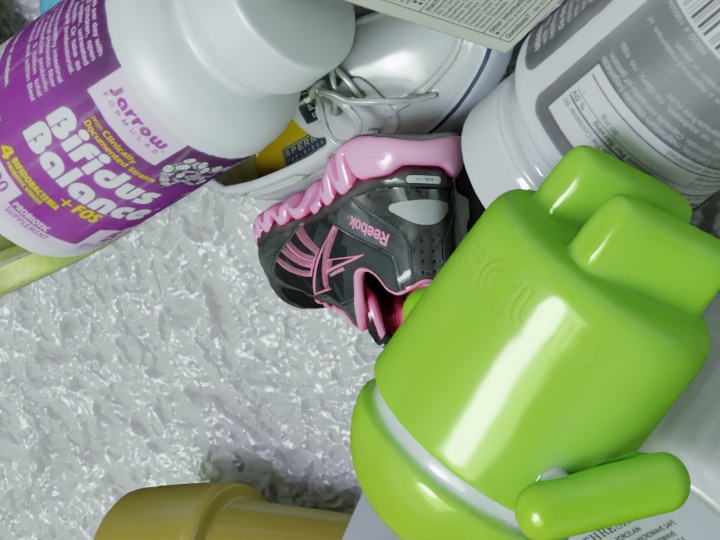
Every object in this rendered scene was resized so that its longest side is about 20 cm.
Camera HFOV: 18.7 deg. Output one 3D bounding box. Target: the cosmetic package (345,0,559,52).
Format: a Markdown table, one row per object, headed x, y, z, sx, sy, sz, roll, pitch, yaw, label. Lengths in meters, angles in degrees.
| x | y | z | sx | sy | sz | roll | pitch | yaw | label |
| --- | --- | --- | --- | --- | --- | --- | --- | --- | --- |
| 0.007 | -0.175 | 0.955 | 0.200 | 0.071 | 0.105 | 16 | 141 | -30 | cosmetic package |

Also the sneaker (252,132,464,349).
| x | y | z | sx | sy | sz | roll | pitch | yaw | label |
| --- | --- | --- | --- | --- | --- | --- | --- | --- | --- |
| 0.000 | 0.000 | 1.108 | 0.200 | 0.079 | 0.096 | 137 | 125 | -67 | sneaker |

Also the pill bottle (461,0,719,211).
| x | y | z | sx | sy | sz | roll | pitch | yaw | label |
| --- | --- | --- | --- | --- | --- | --- | --- | --- | --- |
| 0.142 | -0.091 | 0.987 | 0.114 | 0.114 | 0.200 | 50 | 131 | 0 | pill bottle |

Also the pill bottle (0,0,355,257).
| x | y | z | sx | sy | sz | roll | pitch | yaw | label |
| --- | --- | --- | --- | --- | --- | --- | --- | --- | --- |
| -0.099 | -0.091 | 1.041 | 0.200 | 0.112 | 0.112 | -28 | 98 | 39 | pill bottle |

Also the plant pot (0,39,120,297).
| x | y | z | sx | sy | sz | roll | pitch | yaw | label |
| --- | --- | --- | --- | --- | --- | --- | --- | --- | --- |
| -0.254 | -0.069 | 1.224 | 0.200 | 0.200 | 0.185 | -26 | 88 | 40 | plant pot |

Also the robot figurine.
| x | y | z | sx | sy | sz | roll | pitch | yaw | label |
| --- | --- | --- | --- | --- | --- | --- | --- | --- | --- |
| 0.073 | 0.046 | 0.954 | 0.116 | 0.176 | 0.200 | 23 | 110 | -32 | robot figurine |

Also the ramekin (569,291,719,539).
| x | y | z | sx | sy | sz | roll | pitch | yaw | label |
| --- | --- | --- | --- | --- | --- | --- | --- | --- | --- |
| 0.159 | 0.109 | 1.065 | 0.202 | 0.094 | 0.203 | 26 | 145 | 20 | ramekin |

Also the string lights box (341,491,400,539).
| x | y | z | sx | sy | sz | roll | pitch | yaw | label |
| --- | --- | --- | --- | --- | --- | --- | --- | --- | --- |
| 0.070 | 0.175 | 1.146 | 0.059 | 0.103 | 0.200 | -4 | 135 | 35 | string lights box |

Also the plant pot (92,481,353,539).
| x | y | z | sx | sy | sz | roll | pitch | yaw | label |
| --- | --- | --- | --- | --- | --- | --- | --- | --- | --- |
| -0.035 | 0.216 | 1.232 | 0.188 | 0.201 | 0.201 | -7 | 112 | 20 | plant pot |

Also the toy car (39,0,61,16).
| x | y | z | sx | sy | sz | roll | pitch | yaw | label |
| --- | --- | --- | --- | --- | --- | --- | --- | --- | --- |
| -0.215 | -0.204 | 1.078 | 0.177 | 0.200 | 0.185 | 38 | 138 | 40 | toy car |

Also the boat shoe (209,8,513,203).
| x | y | z | sx | sy | sz | roll | pitch | yaw | label |
| --- | --- | --- | --- | --- | --- | --- | --- | --- | --- |
| -0.013 | -0.091 | 1.097 | 0.202 | 0.086 | 0.075 | -28 | 74 | 43 | boat shoe |

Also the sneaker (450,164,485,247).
| x | y | z | sx | sy | sz | roll | pitch | yaw | label |
| --- | --- | --- | --- | --- | --- | --- | --- | --- | --- |
| 0.053 | 0.028 | 1.139 | 0.083 | 0.072 | 0.200 | 8 | 119 | 31 | sneaker |
